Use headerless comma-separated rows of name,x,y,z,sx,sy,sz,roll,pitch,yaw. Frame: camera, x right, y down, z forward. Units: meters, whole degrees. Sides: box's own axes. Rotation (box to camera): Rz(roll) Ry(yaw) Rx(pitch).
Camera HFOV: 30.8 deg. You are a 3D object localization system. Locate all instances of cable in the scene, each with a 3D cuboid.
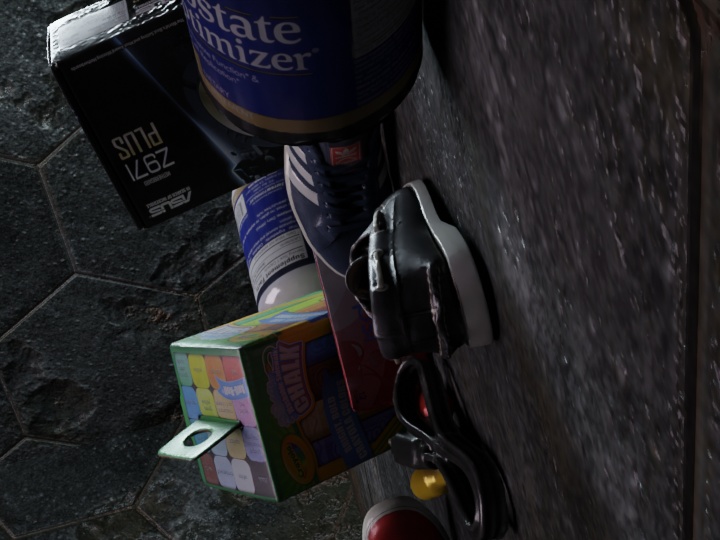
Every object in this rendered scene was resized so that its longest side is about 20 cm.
cable,0.061,0.107,0.815,0.200,0.050,0.098,-175,88,-73

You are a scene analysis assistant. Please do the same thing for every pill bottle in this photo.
pill bottle,-0.030,-0.154,0.556,0.201,0.111,0.113,83,172,-58
pill bottle,-0.048,-0.005,1.227,0.116,0.115,0.201,83,171,-58

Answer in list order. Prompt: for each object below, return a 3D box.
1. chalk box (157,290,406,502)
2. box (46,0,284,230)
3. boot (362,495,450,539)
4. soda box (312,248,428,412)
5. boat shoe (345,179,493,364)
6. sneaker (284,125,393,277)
chalk box,-0.067,0.100,1.036,0.124,0.199,0.125,-2,104,54
box,-0.127,-0.153,1.054,0.086,0.198,0.165,-112,-1,-55
boot,0.062,0.292,1.059,0.145,0.072,0.201,-112,2,-61
soda box,0.000,0.000,0.963,0.070,0.063,0.202,101,154,-84
boat shoe,0.021,0.001,0.713,0.200,0.060,0.075,-116,12,-70
sneaker,-0.014,-0.076,0.859,0.085,0.074,0.202,-124,17,-64
